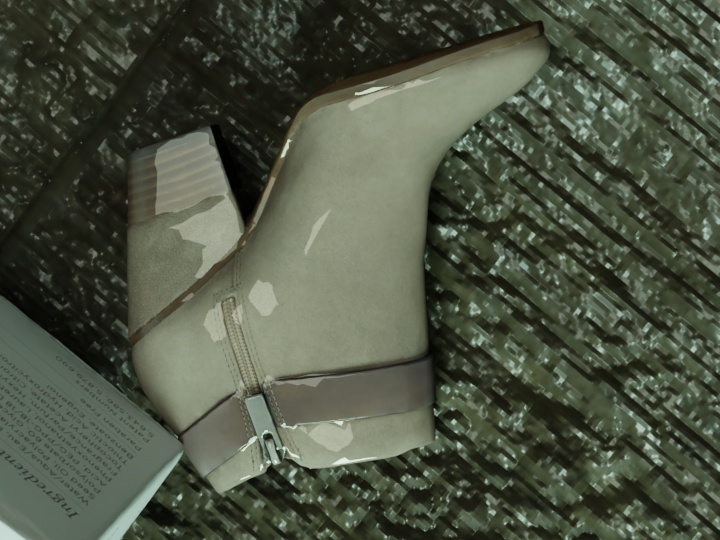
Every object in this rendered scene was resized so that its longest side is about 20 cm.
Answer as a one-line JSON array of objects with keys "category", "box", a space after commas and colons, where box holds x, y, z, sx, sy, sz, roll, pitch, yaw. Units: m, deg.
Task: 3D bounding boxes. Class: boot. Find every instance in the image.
[{"category": "boot", "box": [0.000, 0.000, 1.121, 0.199, 0.070, 0.147, -18, 92, 17]}]

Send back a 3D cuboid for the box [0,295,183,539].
[{"category": "box", "box": [-0.214, 0.097, 1.114, 0.200, 0.131, 0.199, 39, 114, 2]}]
